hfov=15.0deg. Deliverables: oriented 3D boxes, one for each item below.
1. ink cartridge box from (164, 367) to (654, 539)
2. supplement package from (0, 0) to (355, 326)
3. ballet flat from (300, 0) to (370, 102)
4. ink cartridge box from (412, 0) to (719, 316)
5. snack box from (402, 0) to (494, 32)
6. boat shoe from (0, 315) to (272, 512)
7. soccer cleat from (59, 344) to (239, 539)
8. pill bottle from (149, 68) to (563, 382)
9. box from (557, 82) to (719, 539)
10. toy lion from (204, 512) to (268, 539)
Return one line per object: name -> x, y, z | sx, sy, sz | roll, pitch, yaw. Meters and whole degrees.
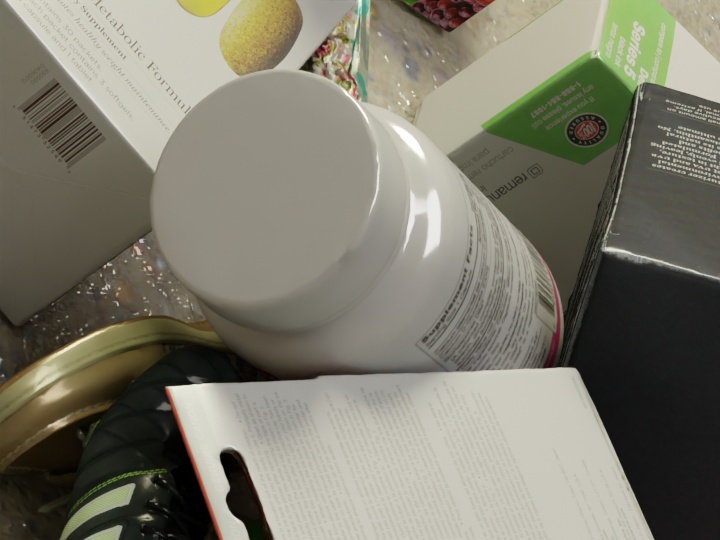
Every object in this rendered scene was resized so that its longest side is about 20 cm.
ink cartridge box -> 0.016, 0.096, 1.035 | 0.199, 0.050, 0.109 | 0, 56, -36
supplement package -> -0.105, -0.089, 1.164 | 0.114, 0.109, 0.200 | 49, 35, -10
ballet flat -> -0.026, -0.074, 1.301 | 0.064, 0.076, 0.201 | 6, 47, -11
ink cartridge box -> 0.139, -0.033, 1.383 | 0.200, 0.145, 0.084 | 41, 38, -20
snack box -> -0.001, -0.248, 1.452 | 0.200, 0.068, 0.169 | 33, 42, -32
boat shoe -> -0.081, 0.060, 1.109 | 0.200, 0.073, 0.063 | -9, 68, -53
soccer cleat -> -0.083, 0.115, 1.001 | 0.068, 0.081, 0.201 | 51, 56, -37
pill bottle -> 0.000, 0.000, 1.094 | 0.200, 0.113, 0.114 | 41, 31, -60
box -> 0.145, 0.054, 1.224 | 0.123, 0.201, 0.199 | 17, 27, 4
toy lion -> -0.014, 0.199, 1.100 | 0.192, 0.068, 0.200 | 57, 34, -12
